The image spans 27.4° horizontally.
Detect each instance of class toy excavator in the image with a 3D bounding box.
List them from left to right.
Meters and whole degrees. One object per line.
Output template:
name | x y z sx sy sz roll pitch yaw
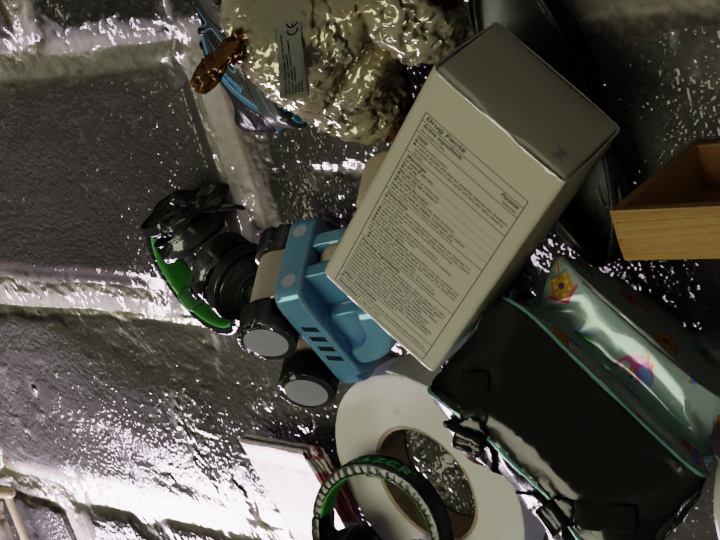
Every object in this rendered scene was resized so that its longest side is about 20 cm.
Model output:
toy excavator | 0.000 0.000 1.100 0.198 0.101 0.195 -13 135 27

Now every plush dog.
plush dog | -0.020 -0.144 0.997 0.200 0.161 0.172 42 180 33

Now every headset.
headset | -0.139 -0.012 1.237 0.124 0.094 0.201 46 151 12
headset | 0.025 0.248 1.223 0.122 0.094 0.203 7 104 30

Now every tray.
tray | 0.248 -0.042 0.816 0.198 0.098 0.037 1 118 46

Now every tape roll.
tape roll | 0.063 0.165 1.201 0.201 0.037 0.205 26 132 34

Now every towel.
towel | -0.029 0.235 1.326 0.143 0.023 0.202 -2 119 60

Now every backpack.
backpack | 0.149 0.087 0.946 0.175 0.154 0.200 40 -179 14

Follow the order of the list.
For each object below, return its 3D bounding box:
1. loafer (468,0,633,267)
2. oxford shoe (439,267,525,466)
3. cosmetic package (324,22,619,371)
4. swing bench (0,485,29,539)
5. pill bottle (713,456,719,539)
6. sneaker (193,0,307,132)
loafer | 0.122 -0.098 0.924 0.067 0.070 0.203 -21 103 19
oxford shoe | 0.075 0.056 1.058 0.072 0.084 0.203 7 114 35
cosmetic package | 0.063 -0.040 0.907 0.105 0.071 0.201 43 139 9
swing bench | -0.500 0.365 1.863 0.199 0.129 0.201 11 124 48
pill bottle | 0.316 0.138 0.857 0.199 0.110 0.112 -5 112 48
sneaker | -0.102 -0.193 1.104 0.081 0.073 0.202 -8 108 50
